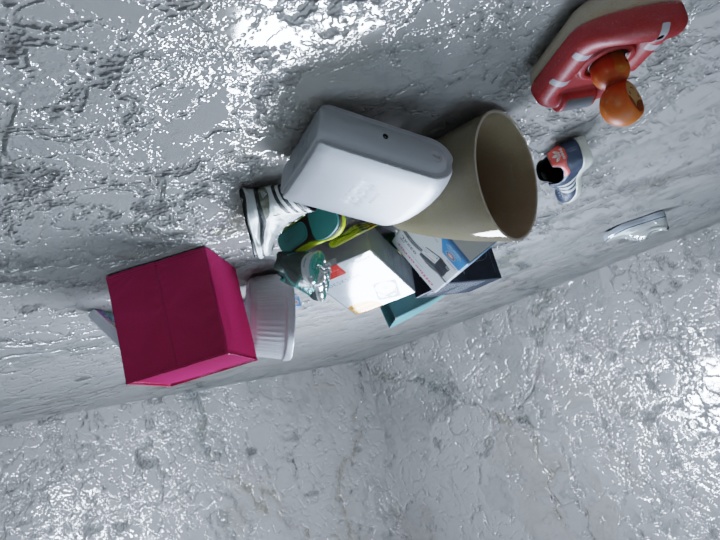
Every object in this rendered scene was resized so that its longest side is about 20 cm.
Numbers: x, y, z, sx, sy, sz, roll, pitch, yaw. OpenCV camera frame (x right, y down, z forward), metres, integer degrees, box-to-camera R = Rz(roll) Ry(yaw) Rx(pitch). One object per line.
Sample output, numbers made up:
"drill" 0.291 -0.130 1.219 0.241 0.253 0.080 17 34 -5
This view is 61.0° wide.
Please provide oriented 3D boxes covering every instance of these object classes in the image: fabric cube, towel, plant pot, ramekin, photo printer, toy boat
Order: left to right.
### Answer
"fabric cube" -0.332 0.097 1.159 0.199 0.201 0.196 -16 168 2
"ramekin" -0.205 0.101 1.359 0.093 0.204 0.202 0 163 -15
"photo printer" 0.011 -0.128 0.809 0.199 0.070 0.166 13 156 -21
"towel" 0.033 -0.092 1.102 0.200 0.018 0.086 -30 -176 -42
"plant pot" 0.146 0.043 1.646 0.199 0.142 0.141 -22 168 -10
"plant pot" 0.137 -0.122 0.930 0.199 0.189 0.187 -10 174 41
"toy boat" 0.296 -0.232 0.719 0.130 0.132 0.200 -13 166 -13

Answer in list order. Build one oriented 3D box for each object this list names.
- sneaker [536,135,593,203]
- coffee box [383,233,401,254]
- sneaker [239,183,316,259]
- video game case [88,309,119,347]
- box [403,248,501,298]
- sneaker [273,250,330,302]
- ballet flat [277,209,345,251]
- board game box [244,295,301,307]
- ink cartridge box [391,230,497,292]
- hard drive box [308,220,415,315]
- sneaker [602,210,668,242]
"sneaker" 0.370 -0.180 1.151 0.084 0.075 0.200 -18 157 3
"coffee box" -0.002 -0.024 1.392 0.199 0.044 0.123 -18 166 6
"sneaker" -0.122 -0.077 0.969 0.114 0.076 0.201 -12 164 -8
"video game case" -0.463 0.160 1.316 0.024 0.200 0.182 -51 163 1
"box" 0.204 -0.030 1.388 0.199 0.149 0.107 -3 162 -42
"sneaker" -0.107 0.004 1.130 0.091 0.078 0.200 10 162 8
"ballet flat" -0.072 -0.077 1.067 0.067 0.067 0.200 -14 175 -39
"board game box" -0.279 0.108 1.615 0.199 0.037 0.151 -23 165 21
"ink cartridge box" 0.155 -0.058 1.182 0.084 0.145 0.200 -38 173 -19
"hard drive box" 0.000 0.000 1.281 0.155 0.077 0.200 -23 143 23
"sneaker" 0.891 -0.125 1.974 0.199 0.071 0.073 -23 165 26
